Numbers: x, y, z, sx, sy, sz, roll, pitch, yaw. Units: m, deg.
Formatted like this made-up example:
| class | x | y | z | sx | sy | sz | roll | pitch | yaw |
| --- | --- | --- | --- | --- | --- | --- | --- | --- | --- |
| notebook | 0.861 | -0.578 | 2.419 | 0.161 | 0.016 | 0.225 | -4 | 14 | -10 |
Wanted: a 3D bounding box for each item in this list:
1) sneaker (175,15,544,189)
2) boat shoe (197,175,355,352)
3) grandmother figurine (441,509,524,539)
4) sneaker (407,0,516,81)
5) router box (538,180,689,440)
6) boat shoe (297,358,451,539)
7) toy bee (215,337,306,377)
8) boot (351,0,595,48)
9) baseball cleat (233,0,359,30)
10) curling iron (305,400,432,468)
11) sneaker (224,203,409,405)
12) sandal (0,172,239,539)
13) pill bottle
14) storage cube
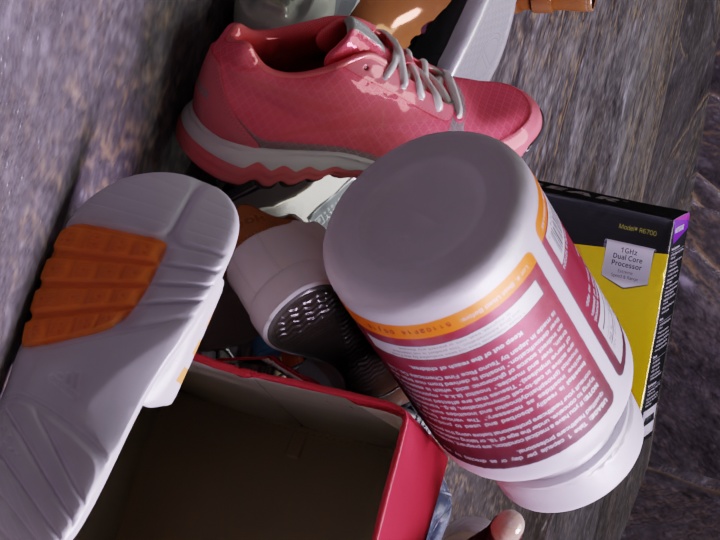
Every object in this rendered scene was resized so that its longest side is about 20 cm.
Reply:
| class | x | y | z | sx | sy | sz | roll | pitch | yaw |
| --- | --- | --- | --- | --- | --- | --- | --- | --- | --- |
| sneaker | 0.008 | -0.089 | 1.532 | 0.074 | 0.199 | 0.087 | -112 | -152 | -47 |
| boat shoe | -0.055 | -0.030 | 1.614 | 0.200 | 0.093 | 0.075 | -35 | 120 | -25 |
| grandmother figurine | 0.051 | 0.175 | 1.576 | 0.121 | 0.061 | 0.200 | -49 | 180 | 13 |
| sneaker | 0.014 | -0.110 | 1.732 | 0.201 | 0.099 | 0.071 | -63 | 160 | 18 |
| router box | 0.099 | 0.017 | 1.894 | 0.051 | 0.199 | 0.150 | -19 | 119 | -69 |
| boat shoe | 0.007 | 0.109 | 1.738 | 0.091 | 0.071 | 0.201 | -26 | 141 | -32 |
| toy bee | -0.009 | 0.064 | 1.795 | 0.200 | 0.108 | 0.132 | -71 | 144 | -73 |
| boot | 0.067 | -0.172 | 1.799 | 0.074 | 0.154 | 0.201 | 45 | 60 | -77 |
| baseball cleat | -0.027 | -0.160 | 1.632 | 0.200 | 0.069 | 0.107 | -53 | 166 | -46 |
| curling iron | -0.044 | 0.130 | 1.645 | 0.050 | 0.199 | 0.026 | 57 | 4 | -45 |
| sneaker | -0.013 | 0.011 | 1.556 | 0.073 | 0.085 | 0.200 | -41 | 151 | 6 |
| sandal | -0.125 | 0.049 | 1.386 | 0.207 | 0.079 | 0.059 | -63 | 166 | -17 |
| pill bottle | 0.069 | 0.033 | 1.489 | 0.200 | 0.112 | 0.113 | 57 | 45 | -43 |
| storage cube | -0.066 | 0.147 | 1.529 | 0.180 | 0.170 | 0.201 | 49 | 56 | -77 |
